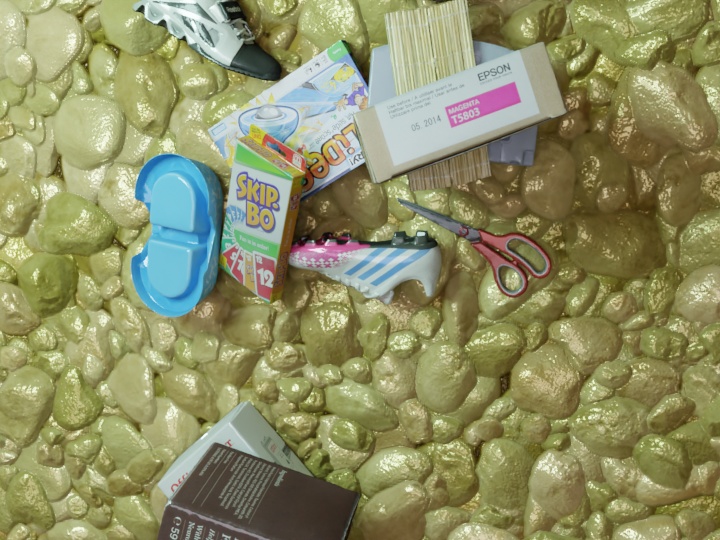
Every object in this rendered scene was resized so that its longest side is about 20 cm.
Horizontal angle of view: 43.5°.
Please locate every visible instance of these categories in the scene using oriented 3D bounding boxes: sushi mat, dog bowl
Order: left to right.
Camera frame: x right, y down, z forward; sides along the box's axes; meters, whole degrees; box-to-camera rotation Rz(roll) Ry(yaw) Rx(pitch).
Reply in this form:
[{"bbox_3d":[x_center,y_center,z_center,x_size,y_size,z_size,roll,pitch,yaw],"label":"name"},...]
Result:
[{"bbox_3d":[-0.226,-0.045,1.129,0.110,0.049,0.203,12,103,22],"label":"dog bowl"},{"bbox_3d":[0.087,-0.194,1.007,0.094,0.012,0.204,-9,96,0],"label":"sushi mat"}]

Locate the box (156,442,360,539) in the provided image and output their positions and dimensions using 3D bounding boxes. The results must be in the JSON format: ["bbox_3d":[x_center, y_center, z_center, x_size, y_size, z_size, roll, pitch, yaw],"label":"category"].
[{"bbox_3d":[-0.125,0.332,1.051,0.197,0.164,0.168,17,105,6],"label":"box"}]

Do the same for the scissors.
[{"bbox_3d":[0.139,-0.047,1.087,0.199,0.014,0.073,41,108,2],"label":"scissors"}]

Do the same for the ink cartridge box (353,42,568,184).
[{"bbox_3d":[0.093,-0.155,0.922,0.197,0.165,0.076,-20,95,1],"label":"ink cartridge box"}]

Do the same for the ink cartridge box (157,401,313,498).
[{"bbox_3d":[-0.144,0.297,1.176,0.146,0.083,0.201,-40,92,16],"label":"ink cartridge box"}]

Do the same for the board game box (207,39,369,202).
[{"bbox_3d":[-0.068,-0.164,1.089,0.198,0.034,0.136,-31,95,15],"label":"board game box"}]

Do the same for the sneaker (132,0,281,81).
[{"bbox_3d":[-0.169,-0.298,1.062,0.198,0.074,0.089,32,108,3],"label":"sneaker"}]

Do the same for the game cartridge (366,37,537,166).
[{"bbox_3d":[0.106,-0.195,1.031,0.196,0.041,0.135,6,100,0],"label":"game cartridge"}]

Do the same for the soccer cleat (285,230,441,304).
[{"bbox_3d":[0.000,0.000,1.092,0.196,0.070,0.088,-1,101,11],"label":"soccer cleat"}]

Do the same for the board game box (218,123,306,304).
[{"bbox_3d":[-0.119,-0.065,1.075,0.095,0.030,0.202,34,127,26],"label":"board game box"}]
